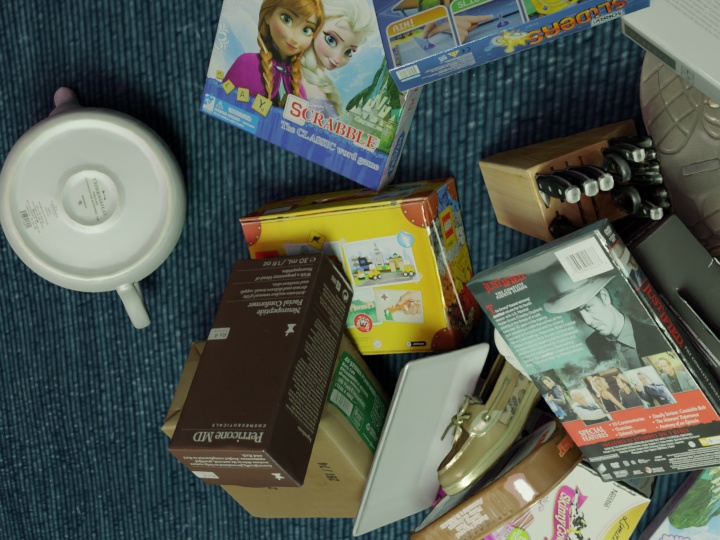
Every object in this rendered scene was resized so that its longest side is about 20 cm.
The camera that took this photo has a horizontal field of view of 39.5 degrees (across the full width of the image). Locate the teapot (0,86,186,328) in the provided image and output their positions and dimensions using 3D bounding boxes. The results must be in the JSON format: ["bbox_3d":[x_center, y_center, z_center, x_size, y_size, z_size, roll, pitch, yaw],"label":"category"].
[{"bbox_3d":[-0.270,-0.067,1.038,0.197,0.146,0.200,26,86,-8],"label":"teapot"}]

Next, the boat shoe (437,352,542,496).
[{"bbox_3d":[0.124,0.112,0.912,0.063,0.200,0.073,38,164,-2],"label":"boat shoe"}]

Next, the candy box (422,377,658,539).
[{"bbox_3d":[0.170,0.212,0.985,0.200,0.061,0.136,26,118,13],"label":"candy box"}]

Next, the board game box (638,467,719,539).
[{"bbox_3d":[0.387,0.243,0.907,0.200,0.041,0.200,32,120,11],"label":"board game box"}]

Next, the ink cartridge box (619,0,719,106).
[{"bbox_3d":[0.324,-0.194,0.741,0.200,0.044,0.174,43,94,17],"label":"ink cartridge box"}]

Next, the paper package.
[{"bbox_3d":[-0.065,0.160,1.005,0.190,0.104,0.200,-7,138,27],"label":"paper package"}]

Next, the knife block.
[{"bbox_3d":[0.153,-0.061,0.803,0.200,0.176,0.064,-10,104,40],"label":"knife block"}]

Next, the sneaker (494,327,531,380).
[{"bbox_3d":[0.203,0.098,0.851,0.200,0.087,0.074,40,81,-19],"label":"sneaker"}]

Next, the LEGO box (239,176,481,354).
[{"bbox_3d":[0.000,0.000,0.972,0.200,0.077,0.149,-4,108,27],"label":"LEGO box"}]

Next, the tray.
[{"bbox_3d":[0.050,0.153,0.931,0.022,0.107,0.200,40,126,39],"label":"tray"}]

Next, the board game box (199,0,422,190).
[{"bbox_3d":[-0.036,-0.204,0.921,0.200,0.041,0.200,25,118,14],"label":"board game box"}]

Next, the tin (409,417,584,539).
[{"bbox_3d":[0.119,0.198,0.897,0.042,0.112,0.200,47,127,2],"label":"tin"}]

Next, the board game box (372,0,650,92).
[{"bbox_3d":[0.107,-0.233,0.782,0.200,0.034,0.136,-16,64,12],"label":"board game box"}]

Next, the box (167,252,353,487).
[{"bbox_3d":[-0.083,0.085,0.882,0.100,0.200,0.075,-5,143,27],"label":"box"}]

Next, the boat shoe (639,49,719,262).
[{"bbox_3d":[0.267,-0.102,0.808,0.076,0.072,0.200,-6,86,15],"label":"boat shoe"}]

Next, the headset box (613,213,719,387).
[{"bbox_3d":[0.247,0.035,0.795,0.075,0.200,0.149,-41,90,1],"label":"headset box"}]

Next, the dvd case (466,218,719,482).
[{"bbox_3d":[0.182,0.068,0.747,0.200,0.022,0.146,53,144,-7],"label":"dvd case"}]
